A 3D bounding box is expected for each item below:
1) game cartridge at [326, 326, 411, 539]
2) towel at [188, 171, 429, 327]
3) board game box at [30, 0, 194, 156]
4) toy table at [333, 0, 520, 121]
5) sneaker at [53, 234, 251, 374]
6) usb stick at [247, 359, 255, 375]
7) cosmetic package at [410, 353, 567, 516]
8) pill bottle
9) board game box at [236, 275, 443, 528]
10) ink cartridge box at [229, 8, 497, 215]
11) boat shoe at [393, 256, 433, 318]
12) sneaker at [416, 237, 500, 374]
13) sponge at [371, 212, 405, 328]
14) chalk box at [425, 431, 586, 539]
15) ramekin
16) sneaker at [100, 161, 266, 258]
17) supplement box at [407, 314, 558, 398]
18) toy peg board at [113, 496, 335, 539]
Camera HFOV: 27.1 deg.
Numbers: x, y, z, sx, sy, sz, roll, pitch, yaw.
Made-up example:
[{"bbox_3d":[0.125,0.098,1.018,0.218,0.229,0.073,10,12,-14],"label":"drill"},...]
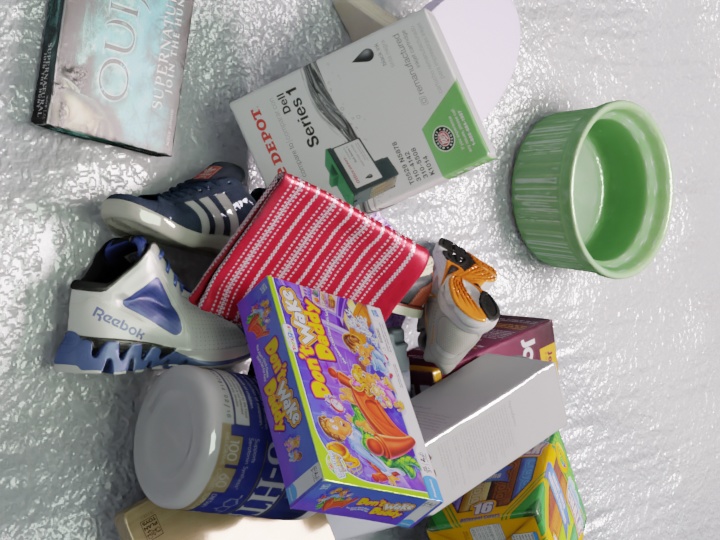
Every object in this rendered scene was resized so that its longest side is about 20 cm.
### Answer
[{"bbox_3d":[-0.010,0.163,1.473,0.133,0.040,0.201,-10,102,-36],"label":"game cartridge"},{"bbox_3d":[-0.039,0.007,1.317,0.200,0.022,0.145,27,104,-43],"label":"towel"},{"bbox_3d":[-0.206,-0.208,1.279,0.135,0.028,0.201,11,85,-46],"label":"board game box"},{"bbox_3d":[0.058,-0.200,1.482,0.200,0.117,0.185,-37,118,-36],"label":"toy table"},{"bbox_3d":[-0.171,0.026,1.291,0.199,0.080,0.116,-3,96,-43],"label":"sneaker"},{"bbox_3d":[-0.038,0.145,1.409,0.200,0.033,0.056,54,49,-27],"label":"usb stick"},{"bbox_3d":[0.096,0.154,1.435,0.199,0.101,0.074,-25,109,-35],"label":"cosmetic package"},{"bbox_3d":[-0.082,0.153,1.286,0.199,0.119,0.120,13,83,-38],"label":"pill bottle"},{"bbox_3d":[-0.019,0.110,1.249,0.134,0.045,0.201,17,43,-41],"label":"board game box"},{"bbox_3d":[0.002,-0.126,1.348,0.147,0.199,0.084,65,11,0],"label":"ink cartridge box"},{"bbox_3d":[0.000,0.000,1.423,0.200,0.071,0.063,14,95,-48],"label":"boat shoe"},{"bbox_3d":[0.088,0.036,1.526,0.075,0.200,0.092,31,109,-6],"label":"sneaker"},{"bbox_3d":[-0.013,-0.014,1.482,0.200,0.030,0.112,44,63,-37],"label":"sponge"},{"bbox_3d":[0.162,0.253,1.583,0.200,0.123,0.125,-62,135,-57],"label":"chalk box"},{"bbox_3d":[0.262,-0.092,1.704,0.199,0.097,0.201,-4,95,-45],"label":"ramekin"},{"bbox_3d":[-0.147,-0.060,1.319,0.200,0.075,0.085,15,83,-54],"label":"sneaker"},{"bbox_3d":[0.119,0.126,1.582,0.199,0.085,0.111,-20,106,-43],"label":"supplement box"},{"bbox_3d":[-0.126,0.275,1.358,0.200,0.098,0.200,-25,94,-42],"label":"toy peg board"}]
